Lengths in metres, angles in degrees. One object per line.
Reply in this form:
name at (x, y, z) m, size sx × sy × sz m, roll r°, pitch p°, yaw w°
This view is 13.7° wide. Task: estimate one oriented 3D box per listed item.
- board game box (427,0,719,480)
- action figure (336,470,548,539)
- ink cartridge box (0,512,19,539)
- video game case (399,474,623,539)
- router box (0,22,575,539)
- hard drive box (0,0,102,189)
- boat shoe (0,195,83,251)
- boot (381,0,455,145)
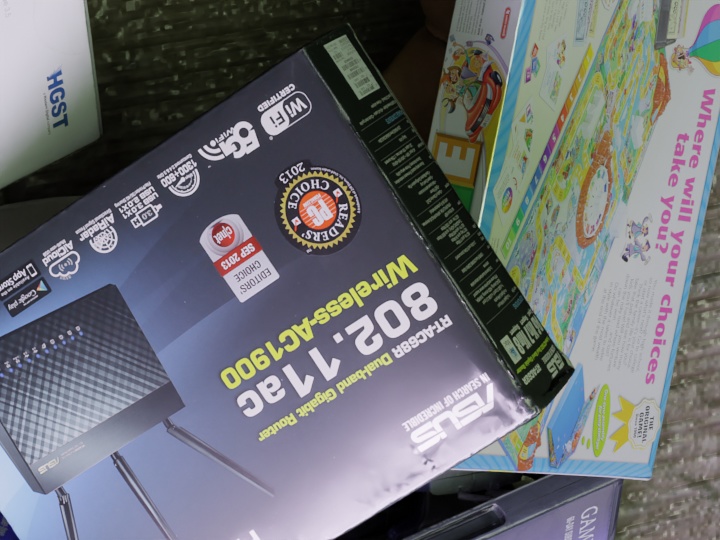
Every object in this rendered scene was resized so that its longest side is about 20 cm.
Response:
board game box at (0.078, -0.023, 1.139) m, size 0.134 × 0.034 × 0.201 m, roll 7°, pitch 95°, yaw -47°
action figure at (-0.023, 0.095, 1.245) m, size 0.199 × 0.069 × 0.130 m, roll -6°, pitch 130°, yaw -19°
ink cartridge box at (-0.136, 0.147, 1.111) m, size 0.199 × 0.198 × 0.043 m, roll 18°, pitch 118°, yaw -3°
video game case at (0.015, 0.152, 1.259) m, size 0.200 × 0.019 × 0.143 m, roll -24°, pitch 151°, yaw -14°
router box at (-0.048, 0.029, 1.066) m, size 0.200 × 0.062 × 0.150 m, roll -33°, pitch 93°, yaw 20°
hard drive box at (-0.199, -0.082, 1.068) m, size 0.200 × 0.077 × 0.156 m, roll -28°, pitch 138°, yaw -25°
boat shoe at (-0.170, 0.022, 1.163) m, size 0.201 × 0.072 × 0.060 m, roll -17°, pitch 112°, yaw -12°
boot at (0.008, -0.064, 1.189) m, size 0.175 × 0.066 × 0.200 m, roll 32°, pitch 107°, yaw -31°
